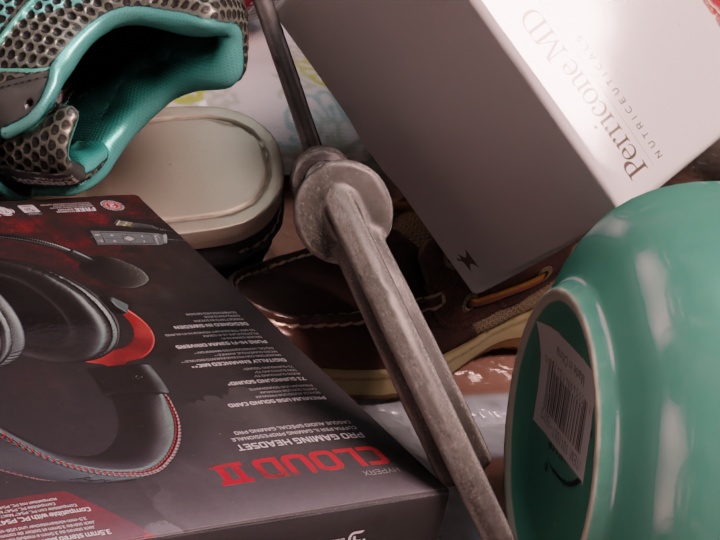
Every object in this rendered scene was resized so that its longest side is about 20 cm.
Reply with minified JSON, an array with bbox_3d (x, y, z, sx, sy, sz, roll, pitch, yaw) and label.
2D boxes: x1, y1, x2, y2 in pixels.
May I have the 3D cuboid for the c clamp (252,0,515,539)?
[{"bbox_3d":[0.000,0.000,0.703,0.027,0.172,0.200,-23,13,-1],"label":"c clamp"}]

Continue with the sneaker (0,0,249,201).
[{"bbox_3d":[-0.121,-0.052,0.740,0.199,0.078,0.091,-34,50,-5],"label":"sneaker"}]

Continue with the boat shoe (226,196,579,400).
[{"bbox_3d":[0.030,-0.007,0.843,0.199,0.073,0.072,-8,32,-36],"label":"boat shoe"}]

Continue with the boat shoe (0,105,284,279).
[{"bbox_3d":[-0.125,-0.015,0.819,0.198,0.063,0.073,-2,59,-3],"label":"boat shoe"}]

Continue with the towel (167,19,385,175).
[{"bbox_3d":[-0.094,-0.093,0.994,0.170,0.049,0.200,-3,30,-25],"label":"towel"}]

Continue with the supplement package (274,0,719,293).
[{"bbox_3d":[0.095,-0.105,0.781,0.200,0.120,0.122,-38,93,-24],"label":"supplement package"}]

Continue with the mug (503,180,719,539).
[{"bbox_3d":[0.102,0.059,0.679,0.113,0.185,0.153,4,59,-14],"label":"mug"}]

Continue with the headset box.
[{"bbox_3d":[-0.083,0.058,0.651,0.148,0.076,0.200,-4,30,-35],"label":"headset box"}]

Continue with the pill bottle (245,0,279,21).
[{"bbox_3d":[-0.104,-0.133,0.887,0.112,0.114,0.199,27,30,27],"label":"pill bottle"}]
